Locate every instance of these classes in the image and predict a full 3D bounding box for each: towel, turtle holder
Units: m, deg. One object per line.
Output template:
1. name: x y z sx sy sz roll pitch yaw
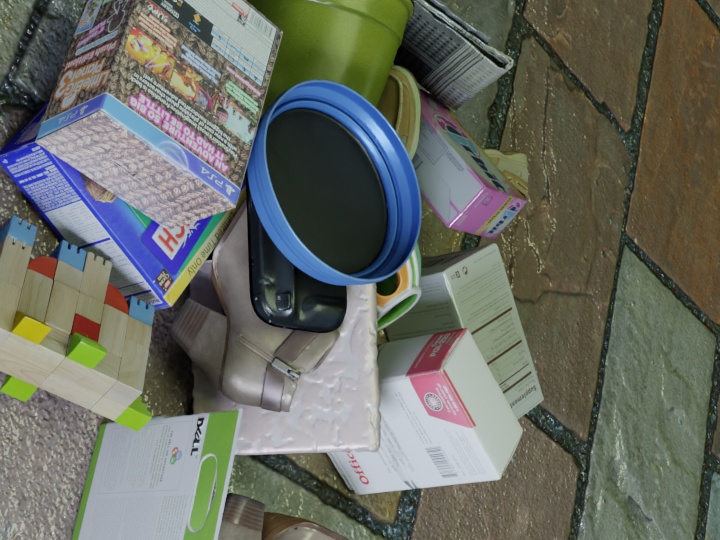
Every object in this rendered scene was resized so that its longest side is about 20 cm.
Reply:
1. towel: -0.075 0.082 1.300 0.032 0.189 0.202 52 35 -77
2. turtle holder: -0.006 0.002 1.409 0.140 0.186 0.132 -28 74 -38
3. towel: 0.070 -0.265 1.481 0.192 0.200 0.035 36 78 -8

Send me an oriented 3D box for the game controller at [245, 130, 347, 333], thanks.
1. game controller: -0.060 -0.040 1.253 0.104 0.042 0.202 14 64 -40

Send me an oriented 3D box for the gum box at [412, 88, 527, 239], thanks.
1. gum box: 0.092 -0.135 1.532 0.201 0.066 0.113 53 22 25

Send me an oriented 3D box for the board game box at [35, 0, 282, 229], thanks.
1. board game box: -0.175 -0.168 1.178 0.159 0.096 0.202 36 54 -37

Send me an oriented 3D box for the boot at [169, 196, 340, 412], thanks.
1. boot: -0.085 0.031 1.268 0.145 0.070 0.201 29 85 5

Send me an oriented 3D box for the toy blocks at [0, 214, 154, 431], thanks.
1. toy blocks: -0.261 0.038 1.156 0.199 0.100 0.138 29 39 -25

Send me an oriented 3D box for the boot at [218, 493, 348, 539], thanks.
1. boot: -0.096 0.312 1.298 0.199 0.070 0.148 29 68 -40

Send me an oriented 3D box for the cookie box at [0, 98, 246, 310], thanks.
1. cookie box: -0.217 -0.088 1.244 0.201 0.075 0.172 55 45 -26

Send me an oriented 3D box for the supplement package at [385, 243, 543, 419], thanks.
1. supplement package: 0.117 0.086 1.552 0.117 0.116 0.202 -26 102 -48

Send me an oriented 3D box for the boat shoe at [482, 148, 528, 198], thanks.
1. boat shoe: 0.159 -0.113 1.675 0.199 0.073 0.070 -6 81 -50

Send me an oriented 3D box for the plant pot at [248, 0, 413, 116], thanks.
1. plant pot: -0.060 -0.201 1.379 0.199 0.199 0.195 18 81 -45

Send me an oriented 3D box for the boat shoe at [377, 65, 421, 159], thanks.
1. boat shoe: 0.015 -0.128 1.463 0.076 0.071 0.202 -18 127 -43

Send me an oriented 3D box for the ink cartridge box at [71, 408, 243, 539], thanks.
1. ink cartridge box: -0.160 0.207 1.149 0.076 0.199 0.149 30 61 -40

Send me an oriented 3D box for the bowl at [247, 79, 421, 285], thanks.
1. bowl: -0.025 -0.081 1.246 0.199 0.039 0.203 21 59 -38

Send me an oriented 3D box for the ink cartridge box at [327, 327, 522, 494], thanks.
1. ink cartridge box: 0.051 0.154 1.400 0.146 0.199 0.085 60 39 -20
